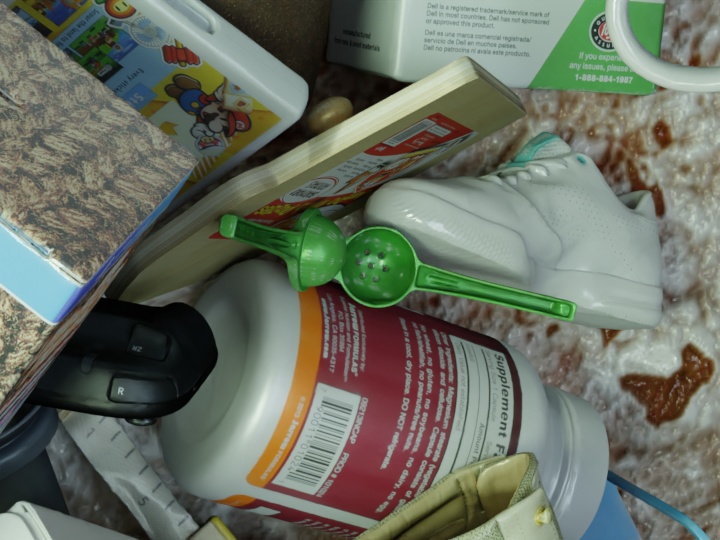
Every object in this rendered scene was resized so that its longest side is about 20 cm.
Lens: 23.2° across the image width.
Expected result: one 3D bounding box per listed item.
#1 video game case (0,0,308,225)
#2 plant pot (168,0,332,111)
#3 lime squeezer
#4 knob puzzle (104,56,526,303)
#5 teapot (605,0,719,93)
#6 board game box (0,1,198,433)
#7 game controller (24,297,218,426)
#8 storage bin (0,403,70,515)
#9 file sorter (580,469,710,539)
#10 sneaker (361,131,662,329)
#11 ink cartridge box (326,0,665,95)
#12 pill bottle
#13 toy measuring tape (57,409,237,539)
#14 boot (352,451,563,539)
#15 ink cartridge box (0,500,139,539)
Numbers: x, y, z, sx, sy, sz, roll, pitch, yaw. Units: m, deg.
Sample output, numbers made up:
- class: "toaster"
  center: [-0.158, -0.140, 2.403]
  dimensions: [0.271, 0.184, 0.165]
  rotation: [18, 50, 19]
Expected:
- class: "video game case"
  center: [-0.151, -0.072, 0.696]
  dimensions: [0.182, 0.200, 0.023]
  rotation: [35, 43, -26]
- class: "plant pot"
  center: [-0.080, -0.154, 0.715]
  dimensions: [0.186, 0.187, 0.201]
  rotation: [-22, 125, -19]
- class: "lime squeezer"
  center: [0.000, 0.000, 0.755]
  dimensions: [0.199, 0.071, 0.038]
  rotation: [15, 104, -41]
- class: "knob puzzle"
  center: [-0.030, -0.040, 0.764]
  dimensions: [0.219, 0.220, 0.031]
  rotation: [-26, 85, -18]
- class: "teapot"
  center: [0.107, -0.200, 0.703]
  dimensions: [0.146, 0.201, 0.197]
  rotation: [-31, 143, 21]
- class: "board game box"
  center: [-0.180, 0.001, 0.575]
  dimensions: [0.159, 0.097, 0.200]
  rotation: [39, 119, -3]
- class: "game controller"
  center: [-0.159, 0.024, 0.708]
  dimensions: [0.199, 0.104, 0.042]
  rotation: [10, 96, 6]
- class: "storage bin"
  center: [-0.203, 0.131, 0.740]
  dimensions: [0.199, 0.145, 0.135]
  rotation: [-30, 123, -16]
- class: "file sorter"
  center: [0.096, 0.214, 0.900]
  dimensions: [0.200, 0.123, 0.139]
  rotation: [-35, 113, -14]
- class: "sneaker"
  center: [0.078, -0.030, 0.866]
  dimensions: [0.199, 0.075, 0.089]
  rotation: [17, 78, -44]
- class: "ink cartridge box"
  center: [0.070, -0.188, 0.817]
  dimensions: [0.146, 0.083, 0.201]
  rotation: [1, 101, -25]
- class: "pill bottle"
  center: [0.015, 0.075, 0.835]
  dimensions: [0.199, 0.113, 0.114]
  rotation: [20, 93, -28]
- class: "toy measuring tape"
  center: [-0.082, 0.137, 0.845]
  dimensions: [0.073, 0.074, 0.200]
  rotation: [-40, 93, -12]
- class: "boot"
  center: [0.101, 0.152, 0.785]
  dimensions: [0.199, 0.072, 0.156]
  rotation: [-20, 105, -13]
- class: "ink cartridge box"
  center: [-0.118, 0.185, 0.708]
  dimensions: [0.145, 0.084, 0.200]
  rotation: [-41, 152, 6]
